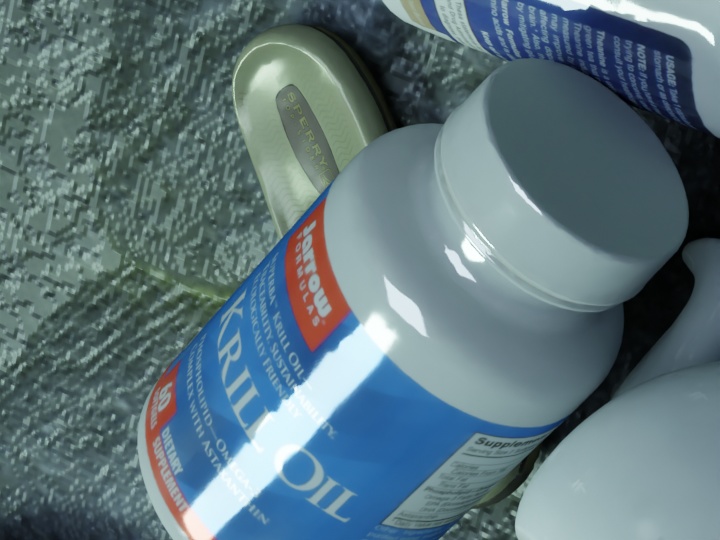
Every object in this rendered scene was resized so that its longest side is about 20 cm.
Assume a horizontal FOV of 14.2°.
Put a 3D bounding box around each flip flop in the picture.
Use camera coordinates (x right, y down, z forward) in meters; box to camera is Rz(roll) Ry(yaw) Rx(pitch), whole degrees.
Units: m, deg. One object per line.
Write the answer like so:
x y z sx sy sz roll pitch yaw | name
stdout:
0.000 0.000 1.086 0.081 0.057 0.201 -30 81 35 | flip flop

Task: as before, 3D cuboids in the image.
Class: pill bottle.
0.018 0.021 0.975 0.112 0.112 0.200 53 128 15 | pill bottle
0.110 -0.106 0.958 0.199 0.111 0.112 23 111 29 | pill bottle

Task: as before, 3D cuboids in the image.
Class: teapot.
0.159 0.099 0.942 0.146 0.197 0.200 -41 97 -4 | teapot
